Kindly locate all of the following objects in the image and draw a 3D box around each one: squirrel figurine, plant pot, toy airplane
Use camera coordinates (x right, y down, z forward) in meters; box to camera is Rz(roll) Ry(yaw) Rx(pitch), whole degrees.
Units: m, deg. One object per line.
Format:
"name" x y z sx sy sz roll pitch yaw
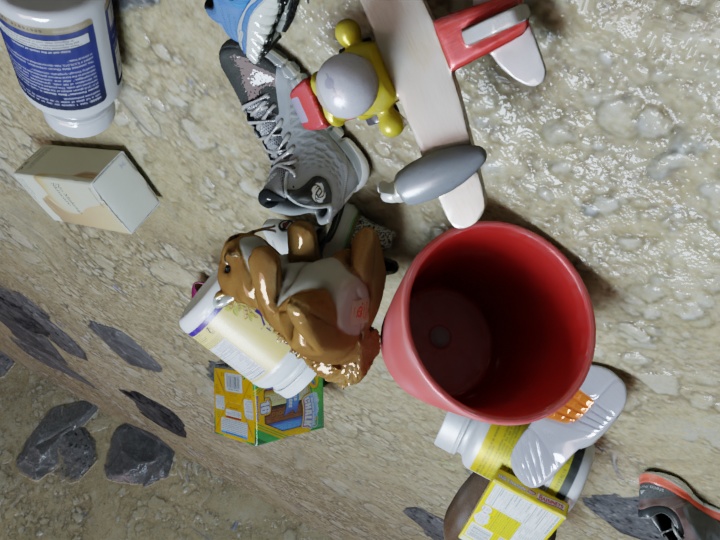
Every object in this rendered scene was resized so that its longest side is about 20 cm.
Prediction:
"squirrel figurine" -0.073 0.040 0.758 0.186 0.142 0.200 11 139 33
"plant pot" 0.238 0.376 1.091 0.187 0.187 0.200 22 136 18
"plant pot" 0.112 0.064 0.719 0.200 0.201 0.177 35 161 -5
"toy airplane" 0.030 -0.148 0.497 0.200 0.141 0.199 36 135 19

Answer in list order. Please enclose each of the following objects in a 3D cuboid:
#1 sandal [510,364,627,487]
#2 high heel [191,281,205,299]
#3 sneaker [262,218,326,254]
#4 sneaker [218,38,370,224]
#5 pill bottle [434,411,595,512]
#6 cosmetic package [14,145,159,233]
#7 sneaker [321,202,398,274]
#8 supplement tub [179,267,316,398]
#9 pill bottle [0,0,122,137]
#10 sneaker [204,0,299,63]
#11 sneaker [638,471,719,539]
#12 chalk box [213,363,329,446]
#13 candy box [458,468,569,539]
"sandal" 0.260 0.190 0.854 0.079 0.059 0.207 51 129 29
"high heel" -0.208 0.091 1.165 0.200 0.067 0.096 29 162 13
"sneaker" -0.091 0.003 0.926 0.088 0.074 0.200 21 140 19
"sneaker" -0.080 -0.125 0.668 0.200 0.116 0.075 45 149 -22
"pill bottle" 0.213 0.247 0.959 0.200 0.114 0.114 25 150 12
"cosmetic package" -0.410 -0.123 1.018 0.200 0.071 0.105 9 144 35
"sneaker" 0.000 0.000 0.835 0.088 0.077 0.200 19 152 6
"supplement tub" -0.153 0.085 1.030 0.200 0.146 0.145 40 150 -15
"pill bottle" -0.317 -0.236 0.731 0.111 0.111 0.200 30 151 4
"sneaker" -0.086 -0.247 0.527 0.089 0.079 0.200 33 151 -7
"sneaker" 0.452 0.359 0.931 0.200 0.082 0.077 35 151 -4
"chalk box" -0.145 0.222 1.214 0.125 0.124 0.200 0 -179 45
"candy box" 0.209 0.354 0.957 0.102 0.026 0.200 24 139 11
